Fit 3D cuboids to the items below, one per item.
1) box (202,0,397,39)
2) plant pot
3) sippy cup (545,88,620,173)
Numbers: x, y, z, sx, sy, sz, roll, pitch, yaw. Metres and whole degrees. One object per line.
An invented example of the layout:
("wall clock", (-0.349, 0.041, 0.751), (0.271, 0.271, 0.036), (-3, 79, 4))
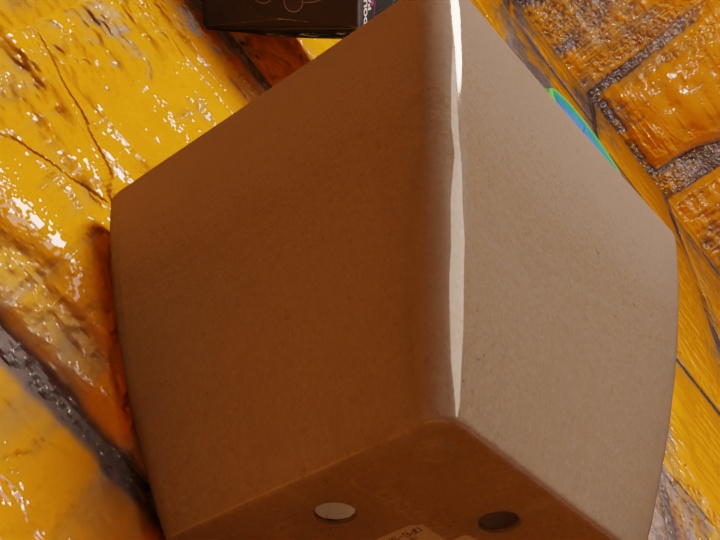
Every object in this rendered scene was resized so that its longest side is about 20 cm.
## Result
("box", (-0.027, -0.254, 0.858), (0.200, 0.124, 0.149), (-28, 120, -70))
("plant pot", (0.017, 0.042, 0.475), (0.200, 0.200, 0.177), (40, 35, -34))
("sippy cup", (0.181, -0.093, 1.138), (0.140, 0.130, 0.178), (38, 25, -36))
